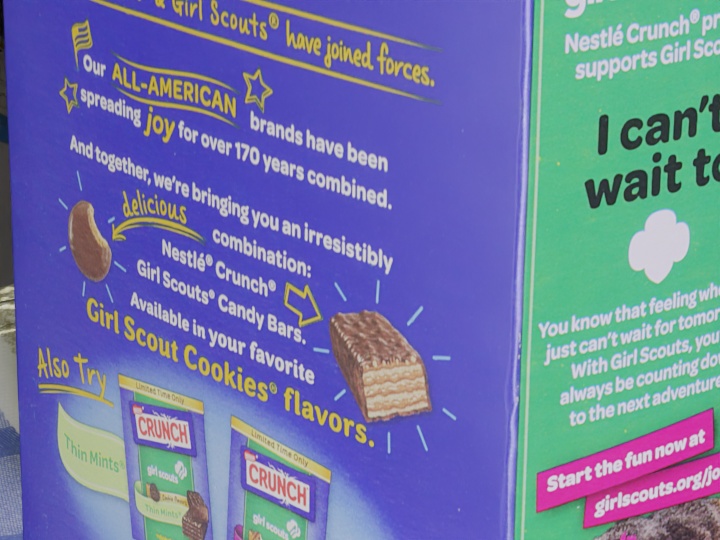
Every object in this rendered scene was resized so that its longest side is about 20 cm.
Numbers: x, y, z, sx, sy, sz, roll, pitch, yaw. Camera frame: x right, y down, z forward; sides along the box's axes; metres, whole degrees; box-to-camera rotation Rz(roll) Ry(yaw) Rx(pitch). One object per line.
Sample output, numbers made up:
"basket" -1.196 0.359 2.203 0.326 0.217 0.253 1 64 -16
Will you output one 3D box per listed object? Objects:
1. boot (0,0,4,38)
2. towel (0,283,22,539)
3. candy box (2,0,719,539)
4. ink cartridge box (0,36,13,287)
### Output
"boot" -0.081 -0.070 1.032 0.200 0.070 0.132 140 115 -66
"towel" -0.033 0.052 0.825 0.200 0.024 0.147 -12 121 34
"candy box" 0.002 -0.003 0.620 0.169 0.077 0.200 22 119 46
"ink cartridge box" -0.187 -0.021 0.992 0.200 0.147 0.146 37 105 48
